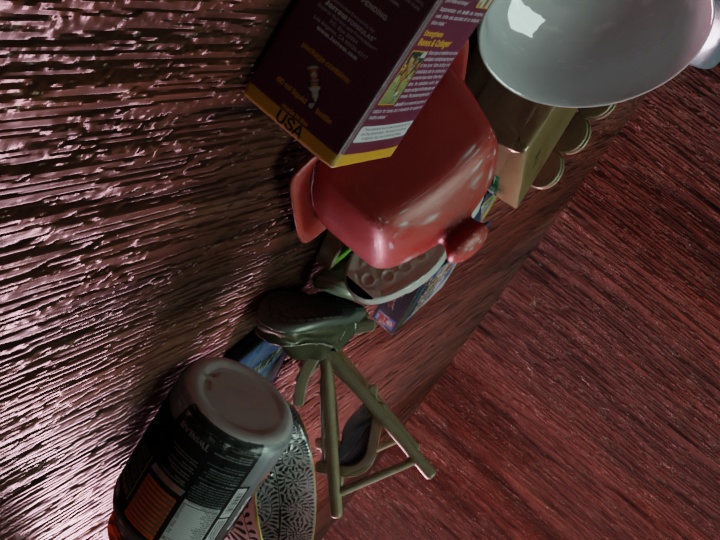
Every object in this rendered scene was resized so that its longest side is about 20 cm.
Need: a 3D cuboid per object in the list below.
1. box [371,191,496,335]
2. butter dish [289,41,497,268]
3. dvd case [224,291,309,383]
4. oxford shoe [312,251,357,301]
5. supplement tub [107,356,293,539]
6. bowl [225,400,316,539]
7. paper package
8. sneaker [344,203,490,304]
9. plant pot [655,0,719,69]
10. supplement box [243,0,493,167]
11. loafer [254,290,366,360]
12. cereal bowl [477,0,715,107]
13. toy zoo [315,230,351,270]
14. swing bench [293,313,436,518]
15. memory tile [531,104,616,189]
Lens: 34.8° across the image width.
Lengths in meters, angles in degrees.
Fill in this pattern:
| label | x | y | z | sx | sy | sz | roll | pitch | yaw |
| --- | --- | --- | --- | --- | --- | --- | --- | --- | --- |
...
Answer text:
| label | x | y | z | sx | sy | sz | roll | pitch | yaw |
| --- | --- | --- | --- | --- | --- | --- | --- | --- | --- |
| box | 0.097 | -0.024 | 1.444 | 0.136 | 0.038 | 0.201 | -39 | 163 | -47 |
| butter dish | 0.051 | -0.071 | 0.997 | 0.199 | 0.148 | 0.200 | -41 | 168 | -10 |
| dvd case | -0.127 | 0.123 | 1.273 | 0.143 | 0.017 | 0.201 | -41 | 164 | -45 |
| oxford shoe | 0.000 | 0.000 | 1.278 | 0.200 | 0.074 | 0.058 | -12 | 121 | -71 |
| supplement tub | -0.159 | 0.193 | 1.100 | 0.201 | 0.122 | 0.122 | -56 | 168 | 25 |
| bowl | -0.125 | 0.253 | 1.315 | 0.201 | 0.093 | 0.204 | -7 | 90 | -75 |
| paper package | 0.171 | -0.189 | 1.216 | 0.192 | 0.103 | 0.200 | -58 | 170 | -8 |
| sneaker | 0.056 | -0.015 | 1.240 | 0.200 | 0.080 | 0.147 | -45 | 168 | -21 |
| plant pot | 0.308 | -0.307 | 1.053 | 0.196 | 0.195 | 0.202 | -42 | 145 | -37 |
| supplement box | 0.023 | -0.176 | 0.764 | 0.201 | 0.085 | 0.110 | -56 | 167 | 21 |
| loafer | -0.051 | 0.065 | 1.190 | 0.200 | 0.075 | 0.070 | 1 | 111 | -66 |
| cereal bowl | 0.196 | -0.233 | 0.980 | 0.201 | 0.197 | 0.084 | 111 | -18 | -57 |
| toy zoo | 0.034 | -0.095 | 1.225 | 0.200 | 0.020 | 0.132 | -41 | 164 | -43 |
| swing bench | -0.012 | 0.162 | 1.380 | 0.128 | 0.202 | 0.199 | -22 | 180 | -1 |
| memory tile | 0.230 | -0.207 | 1.346 | 0.017 | 0.153 | 0.201 | 22 | 110 | -50 |
